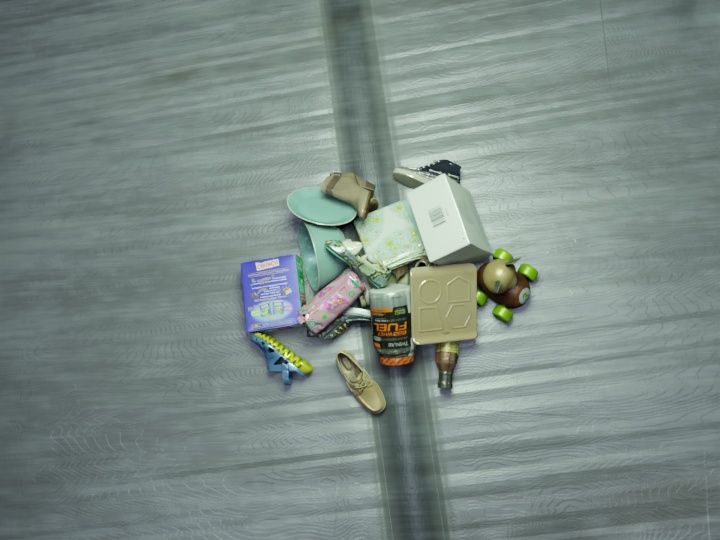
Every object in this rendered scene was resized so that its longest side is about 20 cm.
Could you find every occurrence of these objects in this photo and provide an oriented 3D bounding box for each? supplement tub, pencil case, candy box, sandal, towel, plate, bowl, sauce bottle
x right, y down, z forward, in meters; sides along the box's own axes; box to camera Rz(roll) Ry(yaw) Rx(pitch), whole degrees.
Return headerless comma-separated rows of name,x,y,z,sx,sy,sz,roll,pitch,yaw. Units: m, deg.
supplement tub,0.090,0.145,1.510,0.121,0.123,0.203,-6,97,5
pencil case,-0.079,0.083,1.514,0.199,0.087,0.088,-40,77,2
candy box,-0.246,0.068,1.604,0.167,0.077,0.203,-8,79,6
sandal,-0.234,0.249,1.570,0.199,0.079,0.087,36,89,13
towel,0.084,-0.096,1.578,0.169,0.048,0.202,-20,59,-1
plate,-0.107,-0.173,1.559,0.198,0.201,0.026,19,126,10
sandal,0.107,-0.024,1.589,0.079,0.057,0.204,11,80,7
bowl,-0.099,-0.051,1.565,0.104,0.201,0.203,-13,77,-16
sauce bottle,0.235,0.219,1.526,0.065,0.066,0.203,6,82,8

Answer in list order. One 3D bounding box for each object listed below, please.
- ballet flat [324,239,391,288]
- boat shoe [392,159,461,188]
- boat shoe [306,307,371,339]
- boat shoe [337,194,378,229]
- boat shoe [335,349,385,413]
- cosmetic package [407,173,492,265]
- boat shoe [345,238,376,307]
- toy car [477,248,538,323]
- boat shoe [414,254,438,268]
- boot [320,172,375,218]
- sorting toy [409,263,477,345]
ballet flat,0.000,-0.036,1.476,0.199,0.074,0.075,36,84,-16
boat shoe,0.198,-0.284,1.627,0.198,0.075,0.094,19,75,2
boat shoe,-0.056,0.151,1.573,0.198,0.071,0.092,2,80,14
boat shoe,-0.049,-0.176,1.639,0.198,0.072,0.077,-23,62,-5
boat shoe,-0.006,0.307,1.536,0.071,0.065,0.200,-39,77,-2
cosmetic package,0.242,-0.123,1.501,0.122,0.199,0.202,-25,71,27
boat shoe,0.000,0.000,1.595,0.068,0.075,0.202,-18,82,-9
toy car,0.383,0.027,1.474,0.157,0.200,0.165,33,85,11
boat shoe,0.168,0.055,1.523,0.071,0.059,0.202,22,116,31
boot,-0.039,-0.213,1.561,0.144,0.201,0.071,13,121,2
sorting toy,0.219,0.087,1.477,0.183,0.036,0.203,-4,96,-12
